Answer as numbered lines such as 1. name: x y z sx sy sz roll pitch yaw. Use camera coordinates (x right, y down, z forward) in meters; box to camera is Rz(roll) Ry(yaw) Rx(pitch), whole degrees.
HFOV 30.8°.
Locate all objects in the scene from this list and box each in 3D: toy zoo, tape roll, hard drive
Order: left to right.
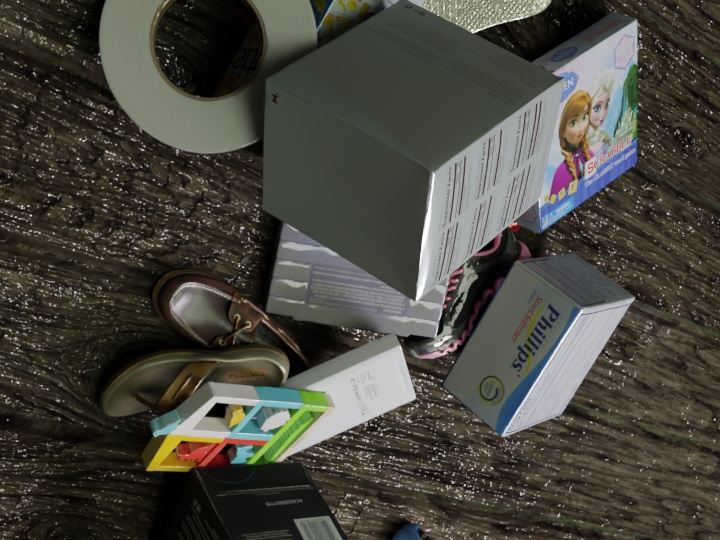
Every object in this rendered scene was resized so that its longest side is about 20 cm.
1. tape roll: -0.138 -0.209 1.191 0.200 0.037 0.206 0 93 -6
2. toy zoo: -0.137 0.165 1.351 0.198 0.021 0.131 10 134 -43
3. hard drive: -0.041 0.145 1.435 0.198 0.027 0.132 -24 148 -4

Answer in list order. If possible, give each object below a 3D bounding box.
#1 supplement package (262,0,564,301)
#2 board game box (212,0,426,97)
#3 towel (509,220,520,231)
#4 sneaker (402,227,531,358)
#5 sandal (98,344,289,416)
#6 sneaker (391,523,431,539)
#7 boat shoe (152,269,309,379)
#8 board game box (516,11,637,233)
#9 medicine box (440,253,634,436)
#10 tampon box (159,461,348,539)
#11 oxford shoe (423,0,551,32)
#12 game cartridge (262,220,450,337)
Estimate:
1. supplement package: 0.044 -0.115 1.186 0.199 0.190 0.148 -36 146 -37
2. board game box: -0.043 -0.216 1.290 0.104 0.103 0.202 30 90 -43
3. towel: 0.156 -0.140 1.541 0.143 0.022 0.203 -1 110 -38
4. sneaker: 0.114 0.014 1.537 0.200 0.079 0.096 -47 135 -17
5. sandal: -0.167 0.121 1.330 0.197 0.054 0.081 -6 139 -9
6. sneaker: 0.092 0.419 1.701 0.070 0.082 0.201 -34 128 -21
7. boat shoe: -0.129 0.062 1.371 0.199 0.070 0.071 31 91 -41
8. board game box: 0.260 -0.178 1.569 0.199 0.041 0.202 -34 132 -32
9. medicine box: 0.216 0.085 1.572 0.199 0.103 0.184 -5 128 -60
10. tampon box: -0.130 0.326 1.414 0.148 0.127 0.201 2 128 -38
11. oxford shoe: 0.113 -0.297 1.416 0.197 0.058 0.076 -13 125 -18
12. game cartridge: 0.000 0.000 1.421 0.197 0.038 0.131 9 110 -13
